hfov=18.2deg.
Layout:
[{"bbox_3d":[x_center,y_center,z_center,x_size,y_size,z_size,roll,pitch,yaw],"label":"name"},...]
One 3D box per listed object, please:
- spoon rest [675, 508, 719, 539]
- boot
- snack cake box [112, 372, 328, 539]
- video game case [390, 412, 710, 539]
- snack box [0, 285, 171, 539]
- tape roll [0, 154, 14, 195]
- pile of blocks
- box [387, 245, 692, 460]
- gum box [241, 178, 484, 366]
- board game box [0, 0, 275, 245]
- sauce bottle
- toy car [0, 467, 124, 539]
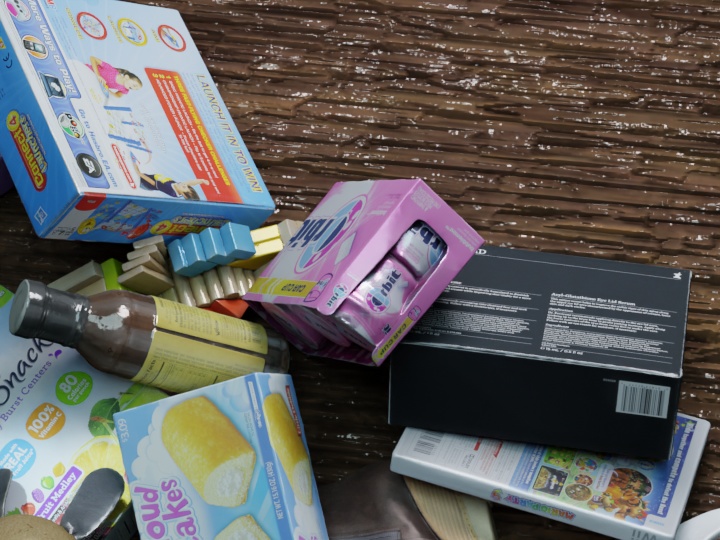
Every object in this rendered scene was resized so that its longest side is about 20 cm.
[{"bbox_3d":[0.212,0.207,1.543,0.199,0.099,0.061,-15,104,-8],"label":"spoon rest"},{"bbox_3d":[0.021,0.228,1.563,0.166,0.072,0.201,-15,62,7],"label":"boot"},{"bbox_3d":[-0.087,0.180,1.537,0.115,0.067,0.201,-17,81,18],"label":"snack cake box"},{"bbox_3d":[0.136,0.124,1.581,0.199,0.018,0.143,15,33,12],"label":"video game case"},{"bbox_3d":[-0.235,0.116,1.634,0.200,0.053,0.142,32,70,16],"label":"snack box"},{"bbox_3d":[-0.334,-0.147,1.743,0.199,0.066,0.201,2,67,-6],"label":"tape roll"},{"bbox_3d":[-0.128,0.014,1.659,0.199,0.082,0.062,-17,67,-3],"label":"pile of blocks"},{"bbox_3d":[0.128,0.053,1.590,0.199,0.079,0.141,7,35,8],"label":"box"},{"bbox_3d":[0.000,0.000,1.572,0.066,0.200,0.114,42,79,-14],"label":"gum box"},{"bbox_3d":[-0.184,-0.113,1.670,0.056,0.195,0.200,-43,60,32],"label":"board game box"},{"bbox_3d":[-0.151,0.049,1.606,0.199,0.065,0.065,18,63,-23],"label":"sauce bottle"},{"bbox_3d":[-0.227,0.228,1.528,0.164,0.158,0.201,-1,60,15],"label":"toy car"}]
